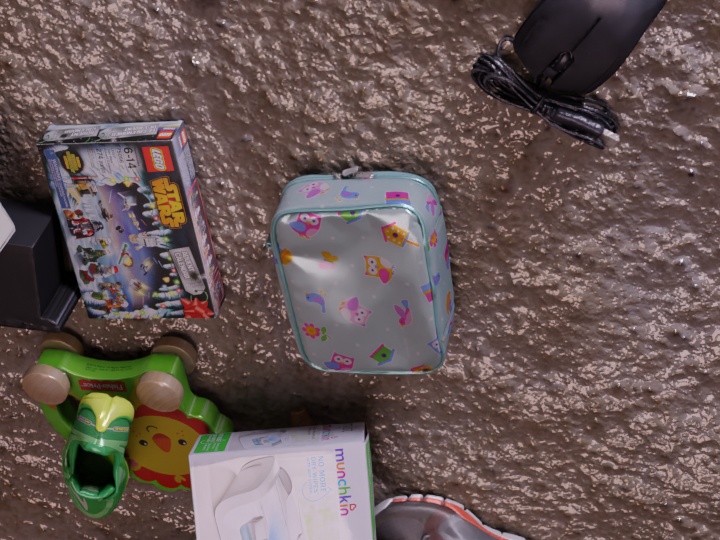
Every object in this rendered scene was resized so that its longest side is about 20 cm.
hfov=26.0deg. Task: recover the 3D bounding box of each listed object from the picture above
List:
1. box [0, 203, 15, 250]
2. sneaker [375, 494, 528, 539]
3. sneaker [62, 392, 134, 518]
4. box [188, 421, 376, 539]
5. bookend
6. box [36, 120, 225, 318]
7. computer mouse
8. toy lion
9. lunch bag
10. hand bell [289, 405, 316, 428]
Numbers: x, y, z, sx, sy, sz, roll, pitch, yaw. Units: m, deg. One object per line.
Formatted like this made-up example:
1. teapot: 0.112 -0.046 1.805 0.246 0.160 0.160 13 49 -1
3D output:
1. box: -0.424 -0.028 1.406 0.199 0.078 0.095 -18 117 22
2. sneaker: 0.099 0.298 1.615 0.199 0.082 0.077 18 127 1
3. sneaker: -0.274 0.200 1.579 0.074 0.084 0.201 14 142 -1
4. box: -0.071 0.262 1.546 0.175 0.097 0.202 -4 97 2
5. bookend: -0.374 -0.057 1.480 0.197 0.092 0.201 6 125 8
6. box: -0.215 -0.045 1.480 0.136 0.040 0.201 -1 124 14
7. computer mouse: 0.185 -0.190 1.263 0.138 0.053 0.201 27 127 -4
8. toy lion: -0.231 0.156 1.620 0.199 0.069 0.193 3 133 13
9. lunch bag: 0.000 0.000 1.433 0.159 0.077 0.201 0 125 16
10. hand bell: -0.045 0.233 1.622 0.103 0.104 0.201 -6 110 18
